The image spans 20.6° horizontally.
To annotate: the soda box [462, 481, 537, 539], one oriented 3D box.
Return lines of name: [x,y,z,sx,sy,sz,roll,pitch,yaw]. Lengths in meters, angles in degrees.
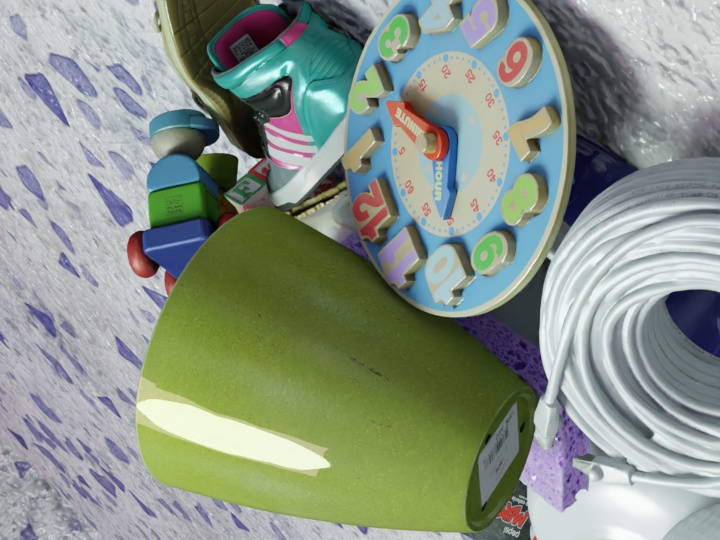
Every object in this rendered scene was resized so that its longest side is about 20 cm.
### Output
soda box: [0.146,0.202,1.549,0.071,0.063,0.200,27,175,-34]

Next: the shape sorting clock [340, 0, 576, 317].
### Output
shape sorting clock: [0.051,-0.073,1.140,0.200,0.039,0.200,8,100,55]

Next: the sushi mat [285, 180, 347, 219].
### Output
sushi mat: [0.002,0.015,1.493,0.012,0.096,0.200,60,175,50]

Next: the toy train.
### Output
toy train: [-0.104,-0.034,1.476,0.200,0.085,0.116,46,-144,-66]

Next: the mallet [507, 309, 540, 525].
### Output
mallet: [0.129,0.100,1.392,0.041,0.066,0.200,55,167,50]

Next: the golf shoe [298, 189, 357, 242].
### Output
golf shoe: [0.000,0.000,1.408,0.200,0.091,0.075,76,173,-59]

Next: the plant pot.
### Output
plant pot: [-0.002,0.080,1.209,0.200,0.187,0.187,21,150,25]

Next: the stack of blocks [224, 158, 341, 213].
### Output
stack of blocks: [-0.020,0.011,1.573,0.115,0.059,0.200,27,152,45]

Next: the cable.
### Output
cable: [0.193,0.035,1.053,0.200,0.069,0.200,13,129,19]

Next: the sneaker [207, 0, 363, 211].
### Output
sneaker: [-0.054,-0.118,1.357,0.121,0.084,0.200,43,153,-2]

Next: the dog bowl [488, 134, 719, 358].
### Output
dog bowl: [0.129,0.008,1.226,0.200,0.079,0.200,41,160,19]

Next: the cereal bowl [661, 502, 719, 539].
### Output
cereal bowl: [0.271,0.236,1.232,0.200,0.083,0.200,13,136,13]

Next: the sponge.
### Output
sponge: [0.066,0.062,1.285,0.200,0.030,0.112,37,151,32]

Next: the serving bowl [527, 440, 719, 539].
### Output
serving bowl: [0.196,0.186,1.339,0.200,0.066,0.200,22,142,19]

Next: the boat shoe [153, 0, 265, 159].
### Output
boat shoe: [-0.108,-0.161,1.418,0.063,0.073,0.201,33,164,36]
